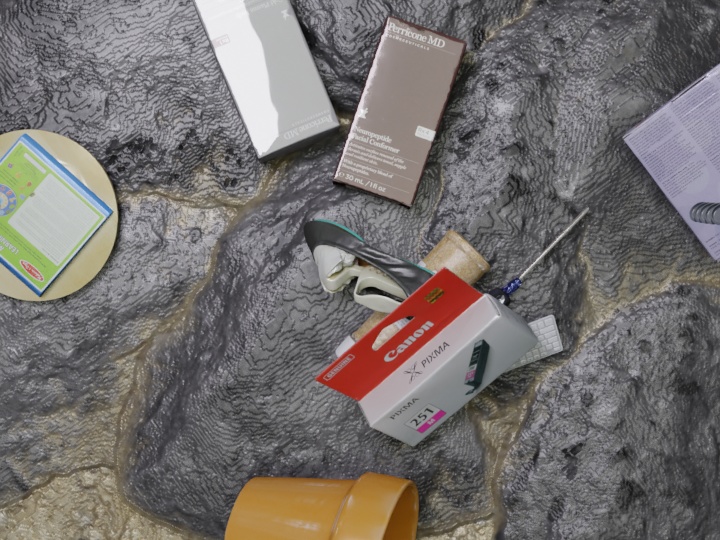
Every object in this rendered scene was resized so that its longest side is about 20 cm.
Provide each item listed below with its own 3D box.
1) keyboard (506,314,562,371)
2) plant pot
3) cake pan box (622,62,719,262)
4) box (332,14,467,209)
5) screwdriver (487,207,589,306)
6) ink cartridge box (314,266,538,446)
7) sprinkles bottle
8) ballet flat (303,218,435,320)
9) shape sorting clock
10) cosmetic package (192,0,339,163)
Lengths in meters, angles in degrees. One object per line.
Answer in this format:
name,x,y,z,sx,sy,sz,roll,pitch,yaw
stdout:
keyboard,0.139,0.107,1.465,0.199,0.011,0.056,-21,130,1
plant pot,-0.049,0.315,1.410,0.183,0.200,0.201,12,92,16
cake pan box,0.430,-0.140,1.415,0.200,0.052,0.184,-39,93,25
box,0.045,-0.180,1.439,0.100,0.075,0.201,18,90,0
screwdriver,0.200,0.001,1.464,0.200,0.028,0.029,-42,63,5
ink cartridge box,0.076,0.101,1.389,0.200,0.173,0.044,-42,50,15
sprinkles bottle,0.061,0.046,1.449,0.068,0.068,0.200,43,91,-1
ballet flat,0.000,0.000,1.407,0.200,0.068,0.068,24,52,29
shape sorting clock,-0.381,-0.064,1.460,0.199,0.039,0.201,0,94,0
cosmetic package,-0.106,-0.233,1.431,0.106,0.090,0.201,-24,89,-2
